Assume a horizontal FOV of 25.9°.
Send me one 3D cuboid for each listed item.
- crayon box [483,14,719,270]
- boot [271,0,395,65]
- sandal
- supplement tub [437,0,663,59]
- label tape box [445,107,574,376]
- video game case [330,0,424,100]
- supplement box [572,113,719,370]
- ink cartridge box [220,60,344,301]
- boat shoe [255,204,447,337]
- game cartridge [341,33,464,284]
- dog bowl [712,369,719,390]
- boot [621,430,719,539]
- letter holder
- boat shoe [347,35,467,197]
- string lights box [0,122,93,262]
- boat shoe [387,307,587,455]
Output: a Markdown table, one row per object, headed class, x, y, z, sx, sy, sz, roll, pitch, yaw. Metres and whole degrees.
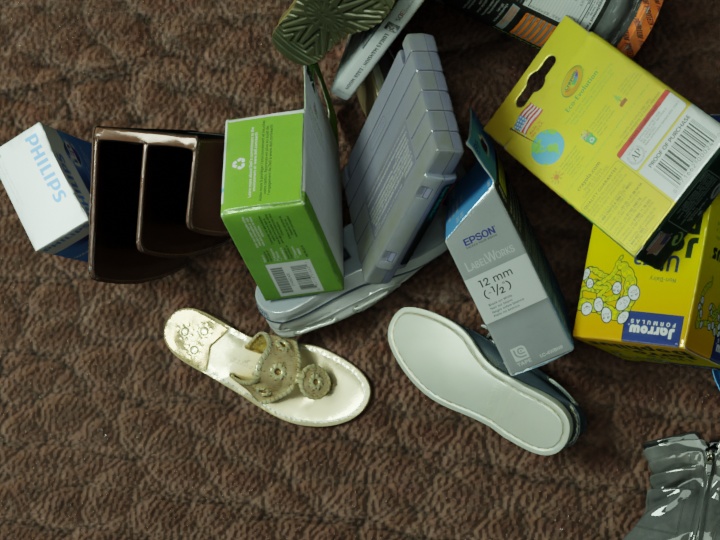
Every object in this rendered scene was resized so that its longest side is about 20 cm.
| class | x | y | z | sx | sy | sz | roll | pitch | yaw |
| --- | --- | --- | --- | --- | --- | --- | --- | --- | --- |
| crayon box | 0.210 | -0.110 | 1.304 | 0.127 | 0.051 | 0.200 | -53 | 54 | 12 |
| boot | 0.006 | -0.287 | 1.342 | 0.066 | 0.175 | 0.200 | 38 | 59 | -20 |
| sandal | -0.097 | 0.091 | 1.468 | 0.212 | 0.070 | 0.078 | 22 | 91 | 15 |
| supplement tub | 0.160 | -0.261 | 1.381 | 0.200 | 0.123 | 0.123 | 24 | 92 | -11 |
| label tape box | 0.113 | -0.028 | 1.352 | 0.066 | 0.143 | 0.200 | -26 | 104 | 11 |
| video game case | 0.040 | -0.271 | 1.378 | 0.023 | 0.182 | 0.200 | 24 | 60 | -11 |
| supplement box | 0.269 | -0.024 | 1.338 | 0.109 | 0.109 | 0.200 | 5 | 79 | 38 |
| ink cartridge box | -0.067 | -0.096 | 1.401 | 0.076 | 0.148 | 0.200 | -8 | 57 | 10 |
| boat shoe | 0.000 | 0.000 | 1.454 | 0.200 | 0.065 | 0.074 | -22 | 53 | -1 |
| game cartridge | 0.035 | -0.090 | 1.349 | 0.038 | 0.200 | 0.130 | -3 | 59 | -22 |
| dog bowl | 0.395 | 0.047 | 1.358 | 0.200 | 0.050 | 0.111 | -45 | 77 | 8 |
| boot | 0.259 | 0.212 | 1.377 | 0.200 | 0.070 | 0.132 | -7 | 81 | 3 |
| letter holder | -0.156 | -0.054 | 1.419 | 0.100 | 0.200 | 0.142 | 7 | 96 | 18 |
| boat shoe | 0.043 | -0.149 | 1.457 | 0.065 | 0.072 | 0.200 | -17 | 68 | -12 |
| string lights box | -0.255 | -0.065 | 1.454 | 0.059 | 0.200 | 0.103 | -30 | 78 | 10 |
| boat shoe | 0.116 | 0.094 | 1.416 | 0.200 | 0.062 | 0.075 | 28 | 109 | 23 |
